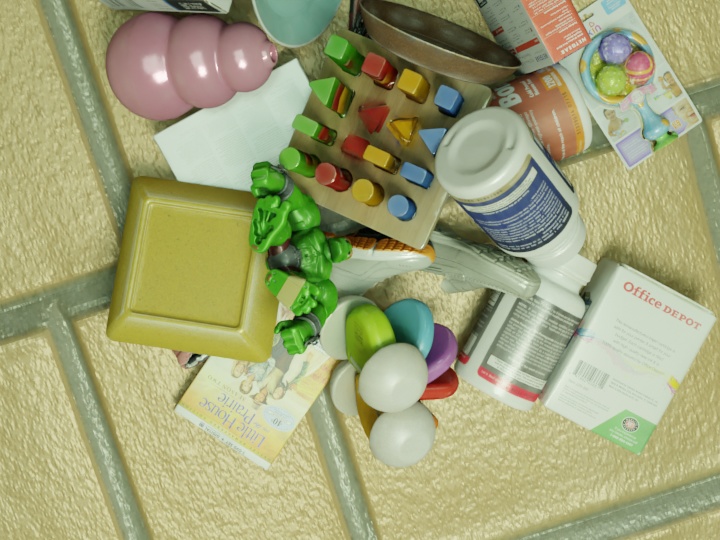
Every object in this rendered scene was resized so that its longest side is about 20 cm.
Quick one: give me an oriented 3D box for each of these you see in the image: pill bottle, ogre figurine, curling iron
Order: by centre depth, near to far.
[{"bbox_3d":[-0.070,-0.017,1.082,0.098,0.120,0.200,-33,83,19],"label":"ogre figurine"},{"bbox_3d":[0.176,-0.083,1.093,0.111,0.111,0.200,-47,134,3],"label":"pill bottle"},{"bbox_3d":[0.167,-0.162,1.175,0.199,0.112,0.113,-23,97,0],"label":"pill bottle"},{"bbox_3d":[0.008,-0.365,1.184,0.049,0.026,0.201,6,93,34],"label":"curling iron"},{"bbox_3d":[0.207,0.062,1.204,0.110,0.111,0.201,28,95,-6],"label":"pill bottle"}]

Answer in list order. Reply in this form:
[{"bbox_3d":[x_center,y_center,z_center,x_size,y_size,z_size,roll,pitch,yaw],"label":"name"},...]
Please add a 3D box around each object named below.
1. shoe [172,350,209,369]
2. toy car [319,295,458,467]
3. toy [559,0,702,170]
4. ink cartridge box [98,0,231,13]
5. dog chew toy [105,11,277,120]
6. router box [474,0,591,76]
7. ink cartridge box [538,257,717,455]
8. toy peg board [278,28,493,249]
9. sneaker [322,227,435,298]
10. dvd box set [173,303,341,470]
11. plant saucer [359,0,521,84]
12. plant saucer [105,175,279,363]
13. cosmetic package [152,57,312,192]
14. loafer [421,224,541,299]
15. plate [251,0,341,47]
[{"bbox_3d":[-0.161,0.032,1.189,0.200,0.071,0.091,-37,71,7],"label":"shoe"},{"bbox_3d":[0.048,0.118,1.157,0.150,0.175,0.201,-21,123,-17],"label":"toy car"},{"bbox_3d":[0.332,-0.238,1.206,0.115,0.047,0.200,-34,98,0],"label":"toy"},{"bbox_3d":[-0.197,-0.389,1.091,0.197,0.047,0.201,13,87,39],"label":"ink cartridge box"},{"bbox_3d":[-0.191,-0.239,1.124,0.199,0.124,0.125,-1,97,19],"label":"dog chew toy"},{"bbox_3d":[0.175,-0.318,1.114,0.049,0.200,0.180,-30,98,1],"label":"router box"},{"bbox_3d":[0.328,0.104,1.227,0.145,0.088,0.201,27,96,-7],"label":"ink cartridge box"},{"bbox_3d":[0.015,-0.154,1.098,0.199,0.098,0.201,25,96,13],"label":"toy peg board"},{"bbox_3d":[0.000,0.000,1.195,0.199,0.076,0.092,-2,115,24],"label":"sneaker"},{"bbox_3d":[-0.123,0.132,1.236,0.146,0.029,0.200,35,93,-6],"label":"dvd box set"},{"bbox_3d":[0.087,-0.261,1.124,0.200,0.200,0.035,20,113,-5],"label":"plant saucer"},{"bbox_3d":[-0.191,-0.005,1.134,0.199,0.048,0.201,8,84,3],"label":"plant saucer"},{"bbox_3d":[-0.128,-0.144,1.193,0.199,0.052,0.151,-28,95,0],"label":"cosmetic package"},{"bbox_3d":[0.126,-0.003,1.179,0.200,0.070,0.070,25,109,36],"label":"loafer"},{"bbox_3d":[-0.072,-0.358,1.117,0.026,0.200,0.201,19,96,27],"label":"plate"}]
